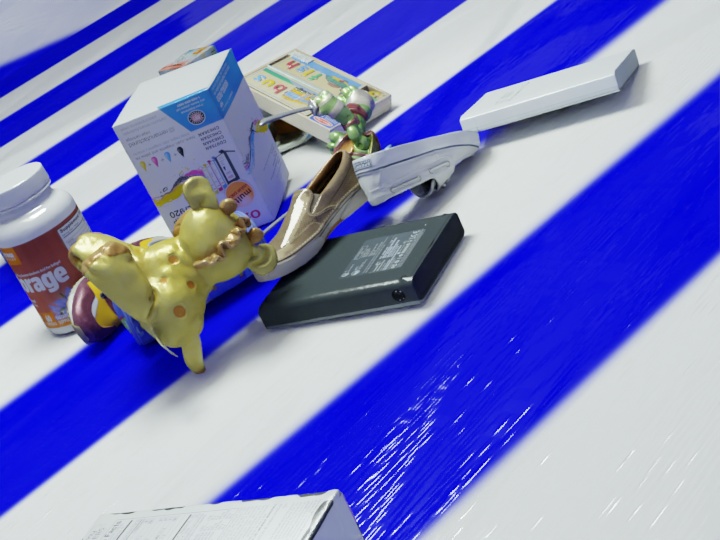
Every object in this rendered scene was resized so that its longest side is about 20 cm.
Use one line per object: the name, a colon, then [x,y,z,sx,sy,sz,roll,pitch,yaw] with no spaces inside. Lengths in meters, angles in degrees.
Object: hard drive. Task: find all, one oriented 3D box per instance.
hard drive: [0.232,-0.218,1.622,0.198,0.027,0.132,-14,15,27]
hard drive: [0.000,0.000,1.424,0.198,0.033,0.140,-10,28,33]

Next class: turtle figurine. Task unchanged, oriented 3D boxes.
turtle figurine: [-0.049,-0.160,1.673,0.198,0.145,0.194,-16,21,13]

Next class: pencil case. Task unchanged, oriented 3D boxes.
pencil case: [-0.201,0.009,1.560,0.199,0.079,0.087,-32,17,-13]

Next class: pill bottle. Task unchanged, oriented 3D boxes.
pill bottle: [-0.394,-0.030,1.684,0.111,0.201,0.112,-22,23,10]

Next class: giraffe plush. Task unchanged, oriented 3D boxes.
giraffe plush: [-0.189,-0.010,1.414,0.162,0.173,0.200,-49,45,-7]

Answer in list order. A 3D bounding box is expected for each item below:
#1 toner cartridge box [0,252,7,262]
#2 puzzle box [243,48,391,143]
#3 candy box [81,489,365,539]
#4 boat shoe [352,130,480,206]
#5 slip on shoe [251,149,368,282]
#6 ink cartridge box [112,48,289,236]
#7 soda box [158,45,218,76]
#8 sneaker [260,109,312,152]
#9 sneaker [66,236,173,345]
toner cartridge box: [-0.511,-0.043,1.970,0.043,0.096,0.200,-33,24,-18]
puzzle box: [-0.071,-0.254,1.913,0.199,0.026,0.133,29,47,32]
candy box: [-0.074,0.234,0.841,0.198,0.169,0.072,-12,25,31]
boat shoe: [0.071,-0.118,1.557,0.199,0.066,0.073,-18,2,-39]
slip on shoe: [-0.060,-0.063,1.497,0.076,0.061,0.200,-2,34,51]
ink cartridge box: [-0.204,-0.156,1.751,0.146,0.201,0.145,-18,26,16]
soda box: [-0.202,-0.210,1.860,0.063,0.201,0.068,1,33,46]
sneaker: [-0.149,-0.208,1.963,0.198,0.077,0.081,-16,27,27]
sneaker: [-0.288,0.014,1.642,0.089,0.075,0.201,-20,24,28]
